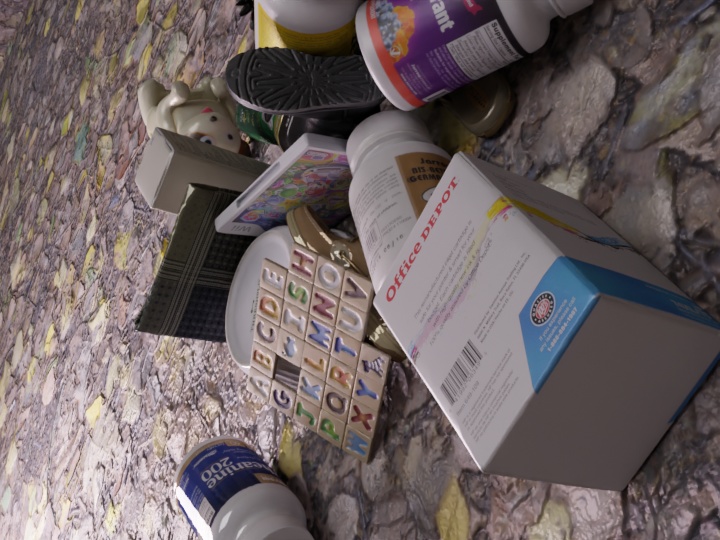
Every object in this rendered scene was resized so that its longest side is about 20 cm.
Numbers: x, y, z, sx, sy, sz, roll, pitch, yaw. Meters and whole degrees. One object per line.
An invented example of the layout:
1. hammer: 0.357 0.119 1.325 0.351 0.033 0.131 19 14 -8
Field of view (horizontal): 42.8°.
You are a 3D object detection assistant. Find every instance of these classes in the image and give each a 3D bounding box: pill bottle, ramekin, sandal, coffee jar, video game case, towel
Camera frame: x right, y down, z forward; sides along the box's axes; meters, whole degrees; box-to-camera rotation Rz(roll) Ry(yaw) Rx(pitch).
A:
1. pill bottle: 0.050 -0.057 0.880 0.115 0.113 0.201 -50 40 33
2. ramekin: -0.079 0.041 1.055 0.202 0.094 0.205 -28 55 49
3. sandal: 0.088 -0.202 0.937 0.081 0.054 0.200 -60 35 21
4. coffee jar: -0.084 -0.201 1.174 0.200 0.085 0.105 35 104 57
5. pill bottle: 0.104 -0.236 0.839 0.199 0.111 0.112 -22 56 25
6. pill bottle: -0.051 -0.267 0.908 0.200 0.110 0.113 110 166 -74
7. video game case: -0.055 -0.087 1.028 0.200 0.142 0.018 -35 61 45
8. towel: -0.165 -0.005 1.121 0.034 0.191 0.202 39 110 43
9. pill bottle: -0.127 0.272 1.016 0.200 0.110 0.112 28 100 57

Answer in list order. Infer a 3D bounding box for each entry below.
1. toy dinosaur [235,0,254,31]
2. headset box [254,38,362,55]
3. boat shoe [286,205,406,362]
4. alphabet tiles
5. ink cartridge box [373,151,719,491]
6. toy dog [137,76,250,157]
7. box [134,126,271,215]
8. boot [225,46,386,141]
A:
1. toy dinosaur: -0.111 -0.405 1.305 0.201 0.101 0.137 114 171 -54
2. headset box: -0.045 -0.322 1.105 0.075 0.147 0.202 -31 51 51
3. boat shoe: 0.000 0.000 0.938 0.065 0.071 0.200 -44 71 12
4. alphabet tiles: -0.042 0.078 0.928 0.166 0.008 0.202 27 123 27
5. ink cartridge box: 0.131 0.035 0.685 0.148 0.145 0.200 -61 35 21
6. toy dog: -0.248 -0.198 1.382 0.200 0.138 0.196 35 119 56
7. box: -0.173 -0.105 1.161 0.078 0.198 0.095 -64 34 16
8. boot: -0.058 -0.159 0.976 0.200 0.163 0.066 113 160 -76
